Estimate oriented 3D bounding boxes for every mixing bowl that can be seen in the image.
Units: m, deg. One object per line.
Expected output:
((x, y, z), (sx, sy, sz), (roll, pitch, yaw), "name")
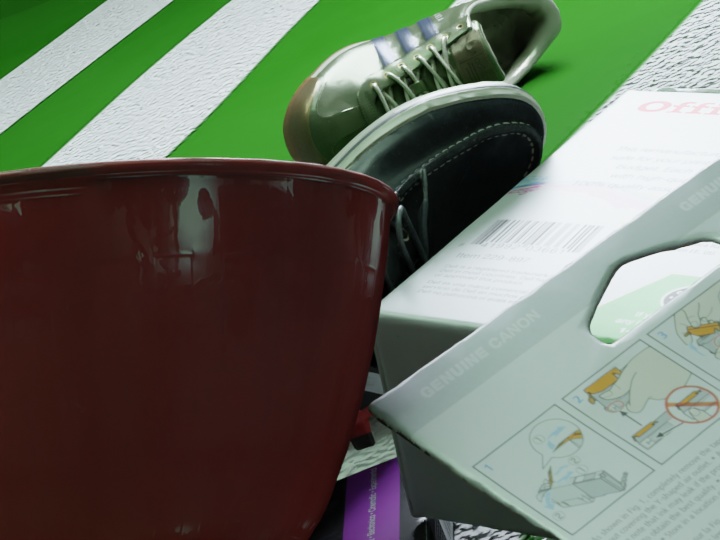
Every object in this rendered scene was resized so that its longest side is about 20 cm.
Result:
((-0.081, 0.043, 0.716), (0.198, 0.109, 0.200), (-7, -11, -1), "mixing bowl")

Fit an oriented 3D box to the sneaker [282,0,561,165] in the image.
((0.045, -0.126, 1.560), (0.200, 0.068, 0.090), (-32, 11, -38), "sneaker")

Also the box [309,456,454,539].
((-0.061, 0.135, 0.890), (0.199, 0.036, 0.143), (-21, 14, 7), "box")

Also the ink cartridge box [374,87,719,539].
((0.119, 0.012, 0.883), (0.144, 0.088, 0.200), (5, 31, 33), "ink cartridge box")

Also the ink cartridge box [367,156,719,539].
((0.130, 0.047, 0.723), (0.199, 0.044, 0.173), (-33, 47, -31), "ink cartridge box")

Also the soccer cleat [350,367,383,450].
((-0.049, 0.052, 0.927), (0.068, 0.086, 0.200), (-9, 19, 45), "soccer cleat")

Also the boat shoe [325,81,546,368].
((0.000, 0.000, 0.888), (0.199, 0.075, 0.062), (-34, 51, -30), "boat shoe")
